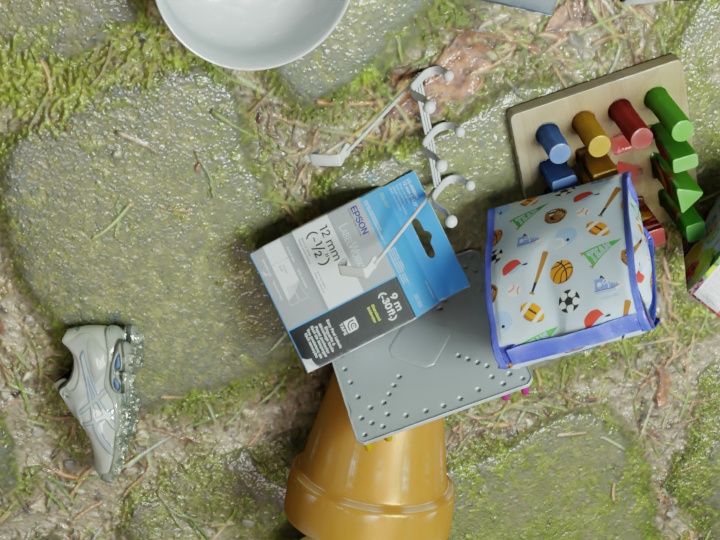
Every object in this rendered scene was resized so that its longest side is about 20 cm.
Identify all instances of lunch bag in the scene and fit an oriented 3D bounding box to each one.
[{"bbox_3d":[0.220,0.015,1.492,0.168,0.201,0.125,-17,123,19],"label":"lunch bag"}]

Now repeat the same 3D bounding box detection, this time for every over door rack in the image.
[{"bbox_3d":[0.046,-0.099,1.472,0.200,0.066,0.149,-40,130,-35],"label":"over door rack"}]

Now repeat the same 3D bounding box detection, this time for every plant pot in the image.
[{"bbox_3d":[0.021,0.202,1.658,0.197,0.200,0.186,4,106,-16],"label":"plant pot"}]

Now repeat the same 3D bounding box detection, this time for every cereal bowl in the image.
[{"bbox_3d":[-0.105,-0.298,1.354,0.197,0.084,0.202,-6,124,-9],"label":"cereal bowl"}]

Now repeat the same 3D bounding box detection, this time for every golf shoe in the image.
[{"bbox_3d":[-0.298,0.145,1.614,0.096,0.079,0.202,9,116,1],"label":"golf shoe"}]

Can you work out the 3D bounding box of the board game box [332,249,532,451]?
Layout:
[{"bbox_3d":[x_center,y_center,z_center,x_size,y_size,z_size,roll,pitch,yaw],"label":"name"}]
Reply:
[{"bbox_3d":[0.067,0.086,1.579,0.198,0.201,0.026,-19,139,-1],"label":"board game box"}]

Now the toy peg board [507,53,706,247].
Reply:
[{"bbox_3d":[0.282,-0.101,1.568,0.197,0.098,0.202,-18,124,-2],"label":"toy peg board"}]

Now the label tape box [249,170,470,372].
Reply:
[{"bbox_3d":[0.000,0.000,1.545,0.198,0.066,0.145,-27,91,6],"label":"label tape box"}]

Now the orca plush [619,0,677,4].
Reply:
[{"bbox_3d":[0.346,-0.319,1.427,0.105,0.198,0.072,-40,119,-40],"label":"orca plush"}]

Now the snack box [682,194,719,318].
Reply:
[{"bbox_3d":[0.419,-0.045,1.577,0.053,0.200,0.143,38,110,-3],"label":"snack box"}]

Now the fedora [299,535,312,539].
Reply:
[{"bbox_3d":[-0.016,0.380,1.817,0.198,0.082,0.203,-4,120,-6],"label":"fedora"}]

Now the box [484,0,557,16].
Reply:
[{"bbox_3d":[0.101,-0.333,1.310,0.146,0.201,0.108,9,120,-18],"label":"box"}]
